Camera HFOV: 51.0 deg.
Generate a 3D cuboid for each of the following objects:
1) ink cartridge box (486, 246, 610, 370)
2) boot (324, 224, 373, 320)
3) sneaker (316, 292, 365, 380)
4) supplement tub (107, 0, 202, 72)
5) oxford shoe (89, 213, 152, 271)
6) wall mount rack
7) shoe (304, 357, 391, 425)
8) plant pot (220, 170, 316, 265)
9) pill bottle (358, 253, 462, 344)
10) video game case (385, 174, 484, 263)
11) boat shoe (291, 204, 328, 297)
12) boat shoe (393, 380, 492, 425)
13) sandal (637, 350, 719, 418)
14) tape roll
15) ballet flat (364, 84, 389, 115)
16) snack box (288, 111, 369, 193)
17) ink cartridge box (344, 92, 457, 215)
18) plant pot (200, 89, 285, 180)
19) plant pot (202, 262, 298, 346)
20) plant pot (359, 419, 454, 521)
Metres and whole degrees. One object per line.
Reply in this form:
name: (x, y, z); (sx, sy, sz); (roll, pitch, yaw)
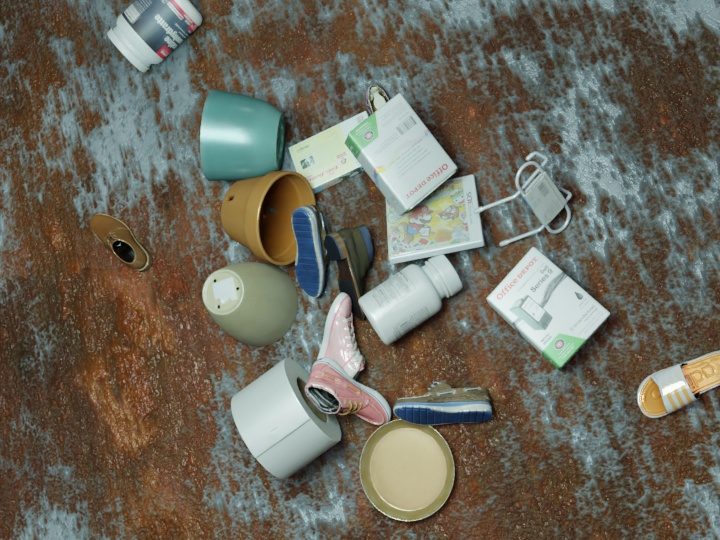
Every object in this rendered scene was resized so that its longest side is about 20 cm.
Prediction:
ink cartridge box: (0.370, 0.076, 1.502); (0.200, 0.084, 0.146); (43, 92, 18)
boot: (0.000, 0.000, 1.616); (0.096, 0.074, 0.202); (-27, 108, -29)
sneaker: (-0.027, 0.154, 1.593); (0.104, 0.075, 0.203); (18, 99, 17)
supplement tub: (-0.494, -0.592, 1.818); (0.200, 0.140, 0.141); (-42, 73, 5)
oxford shoe: (-0.580, -0.076, 1.789); (0.199, 0.071, 0.072); (37, 92, 19)
wall mount rack: (0.333, -0.134, 1.523); (0.174, 0.200, 0.075); (-47, 37, 0)
shoe: (-0.027, 0.269, 1.535); (0.200, 0.091, 0.071); (40, 123, -9)
plant pot: (-0.209, -0.123, 1.646); (0.139, 0.200, 0.202); (13, 83, 33)
pill bottle: (0.105, 0.054, 1.556); (0.199, 0.114, 0.115); (-33, 74, -4)
video game case: (0.152, -0.110, 1.587); (0.198, 0.023, 0.184); (-11, 53, 13)
boat shoe: (-0.096, -0.043, 1.636); (0.072, 0.072, 0.202); (9, 113, 31)
boat shoe: (0.165, 0.268, 1.531); (0.197, 0.073, 0.073); (2, 51, 0)
sandal: (0.620, 0.207, 1.426); (0.205, 0.059, 0.080); (-30, 74, 8)
tape roll: (-0.151, 0.301, 1.541); (0.139, 0.203, 0.204); (-35, 74, 7)
ballet flat: (0.063, -0.324, 1.660); (0.069, 0.071, 0.202); (-28, 75, 5)
snack box: (-0.053, -0.262, 1.697); (0.198, 0.037, 0.117); (-23, 75, 10)
ink cartridge box: (0.083, -0.238, 1.571); (0.145, 0.088, 0.201); (-39, 90, -9)
plant pot: (-0.254, -0.294, 1.680); (0.159, 0.201, 0.203); (6, 82, 3)
plant pot: (-0.253, 0.059, 1.610); (0.185, 0.200, 0.190); (-3, 79, 14)
plant pot: (0.096, 0.407, 1.548); (0.197, 0.027, 0.203); (-3, 79, 14)
